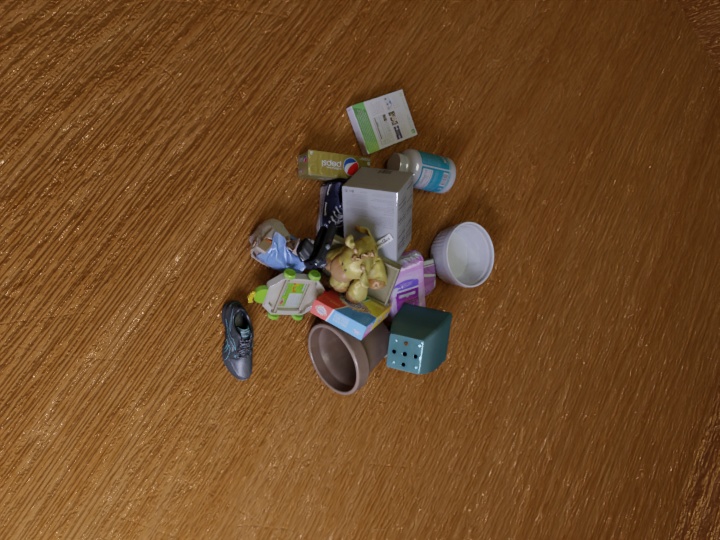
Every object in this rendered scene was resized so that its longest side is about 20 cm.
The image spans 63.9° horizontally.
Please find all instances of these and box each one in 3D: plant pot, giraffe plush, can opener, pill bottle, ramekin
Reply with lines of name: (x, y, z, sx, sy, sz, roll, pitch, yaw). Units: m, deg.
plant pot: (-0.015, 0.205, 1.545, 0.174, 0.200, 0.201, -24, 102, -40)
giraffe plush: (-0.010, -0.013, 1.418, 0.172, 0.162, 0.200, 41, 104, 5)
plant pot: (0.144, 0.188, 1.519, 0.200, 0.140, 0.142, -26, 125, -67)
can opener: (-0.097, -0.067, 1.445, 0.079, 0.063, 0.200, 68, 27, -24)
pill bottle: (0.179, -0.298, 1.720, 0.199, 0.111, 0.112, 6, 85, -32)
ramekin: (0.310, -0.048, 1.800, 0.199, 0.105, 0.202, 1, 89, -33)

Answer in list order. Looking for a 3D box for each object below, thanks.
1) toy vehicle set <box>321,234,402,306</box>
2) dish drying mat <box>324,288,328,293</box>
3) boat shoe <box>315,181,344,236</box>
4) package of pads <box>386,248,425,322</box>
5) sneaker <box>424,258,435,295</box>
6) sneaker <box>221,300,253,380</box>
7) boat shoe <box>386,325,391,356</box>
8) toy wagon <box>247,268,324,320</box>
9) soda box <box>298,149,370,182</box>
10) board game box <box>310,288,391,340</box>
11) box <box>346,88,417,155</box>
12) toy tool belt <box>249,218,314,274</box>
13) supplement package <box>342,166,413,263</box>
toy vehicle set: (0.000, 0.000, 1.539, 0.199, 0.125, 0.027, 25, 34, 8)
dish drying mat: (-0.099, 0.090, 1.588, 0.200, 0.018, 0.077, 33, 73, -28)
boat shoe: (-0.070, -0.147, 1.569, 0.074, 0.093, 0.201, -1, 89, -32)
package of pads: (0.118, 0.045, 1.631, 0.120, 0.076, 0.201, -15, 128, -10)
sneaker: (0.150, 0.035, 1.718, 0.200, 0.073, 0.115, -11, 98, -32)
sneaker: (-0.300, 0.176, 1.423, 0.075, 0.079, 0.201, -12, 97, -32)
boat shoe: (0.086, 0.199, 1.678, 0.199, 0.062, 0.075, -29, 90, -15)
toy wagon: (-0.192, 0.059, 1.468, 0.199, 0.040, 0.156, 4, 130, -30)
soda box: (-0.070, -0.282, 1.589, 0.199, 0.064, 0.068, 0, 89, -32)
board game box: (-0.020, 0.100, 1.514, 0.200, 0.152, 0.041, -32, 147, -65)
box: (0.065, -0.436, 1.698, 0.199, 0.036, 0.145, -27, 103, -31)
toy tool belt: (-0.183, -0.037, 1.469, 0.199, 0.123, 0.125, 29, 108, -27)
supplement package: (0.049, -0.150, 1.542, 0.151, 0.151, 0.201, -54, 149, -54)
